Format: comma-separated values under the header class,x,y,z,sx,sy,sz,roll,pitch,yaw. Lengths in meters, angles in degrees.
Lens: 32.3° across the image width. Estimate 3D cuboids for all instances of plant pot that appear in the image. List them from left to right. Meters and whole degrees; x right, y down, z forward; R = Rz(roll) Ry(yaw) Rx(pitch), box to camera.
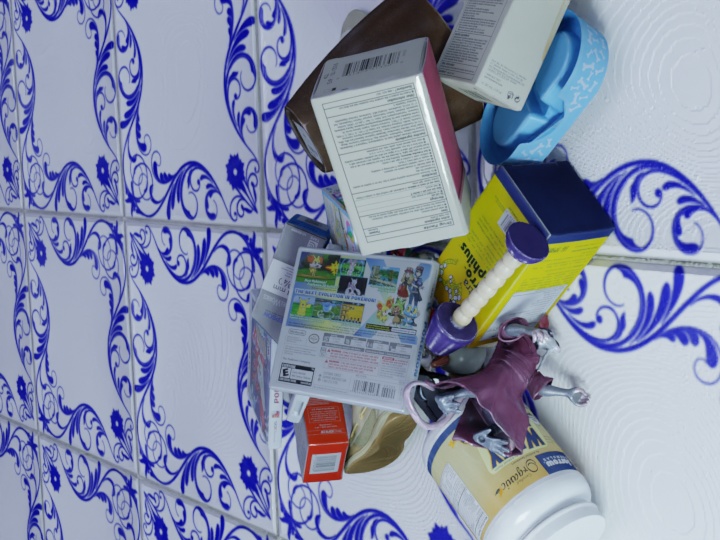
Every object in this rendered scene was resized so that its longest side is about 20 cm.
class,x,y,z,sx,sy,sz,roll,pitch,yaw
plant pot,0.016,-0.208,1.499,0.187,0.199,0.187,55,172,12

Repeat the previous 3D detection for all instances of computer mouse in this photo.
class,x,y,z,sx,sy,sz,roll,pitch,yaw
computer mouse,0.072,0.157,1.558,0.140,0.200,0.046,0,54,47

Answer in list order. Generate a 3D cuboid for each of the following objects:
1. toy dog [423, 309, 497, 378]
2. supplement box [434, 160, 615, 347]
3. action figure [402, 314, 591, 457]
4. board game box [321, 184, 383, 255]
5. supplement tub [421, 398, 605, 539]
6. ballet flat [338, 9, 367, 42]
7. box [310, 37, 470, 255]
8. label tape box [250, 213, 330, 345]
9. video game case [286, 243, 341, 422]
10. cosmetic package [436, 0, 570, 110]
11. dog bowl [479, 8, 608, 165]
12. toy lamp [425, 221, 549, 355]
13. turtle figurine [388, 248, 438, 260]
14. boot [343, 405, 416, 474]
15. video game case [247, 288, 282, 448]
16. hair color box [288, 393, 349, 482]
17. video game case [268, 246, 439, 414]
class,x,y,z,sx,sy,sz,roll,pitch,yaw
toy dog,0.088,0.086,1.593,0.199,0.096,0.133,6,100,53
supplement box,0.180,-0.018,1.442,0.110,0.108,0.200,59,137,29
action figure,0.167,0.126,1.429,0.148,0.200,0.135,-6,121,38
board game box,0.000,0.000,1.614,0.134,0.034,0.201,-133,30,-64
supplement tub,0.179,0.253,1.457,0.200,0.144,0.145,52,133,35
ballet flat,0.008,-0.275,1.671,0.070,0.069,0.201,-54,54,43
box,0.039,-0.137,1.382,0.127,0.109,0.201,-11,119,14
label tape box,-0.102,0.031,1.695,0.144,0.063,0.201,-69,0,-83
video game case,-0.063,0.087,1.650,0.182,0.023,0.201,113,170,-70
cosmetic package,0.168,-0.287,1.378,0.201,0.071,0.105,-65,29,4
dog bowl,0.207,-0.198,1.400,0.200,0.049,0.112,-54,32,37
toy lamp,0.132,0.026,1.377,0.200,0.058,0.058,-55,53,41
turtle figurine,0.044,-0.075,1.634,0.200,0.100,0.151,17,108,57
boot,0.008,0.184,1.739,0.200,0.072,0.156,117,141,-53
video game case,-0.146,0.146,1.901,0.200,0.023,0.184,-129,40,-66
hair color box,-0.064,0.190,1.776,0.102,0.061,0.201,101,162,-49
video game case,-0.010,0.068,1.500,0.199,0.022,0.184,6,80,33
